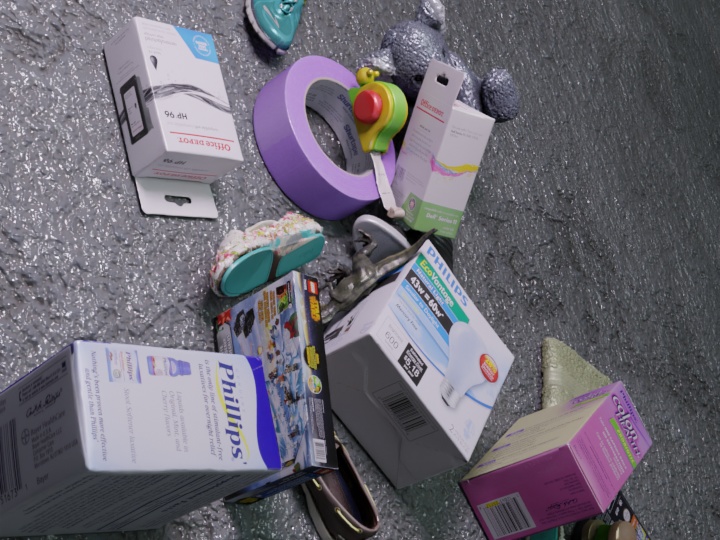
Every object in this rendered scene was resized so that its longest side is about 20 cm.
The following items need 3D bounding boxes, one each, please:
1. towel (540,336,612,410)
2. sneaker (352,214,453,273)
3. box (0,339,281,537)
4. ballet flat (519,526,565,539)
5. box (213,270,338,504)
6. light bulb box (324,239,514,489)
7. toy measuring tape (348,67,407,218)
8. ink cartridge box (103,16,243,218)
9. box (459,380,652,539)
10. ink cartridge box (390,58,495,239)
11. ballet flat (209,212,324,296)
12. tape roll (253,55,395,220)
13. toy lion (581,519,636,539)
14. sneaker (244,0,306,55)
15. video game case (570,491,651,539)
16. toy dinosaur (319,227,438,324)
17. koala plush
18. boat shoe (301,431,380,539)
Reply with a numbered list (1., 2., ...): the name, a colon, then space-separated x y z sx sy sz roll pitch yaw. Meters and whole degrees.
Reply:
1. towel: 0.342 0.200 1.650 0.199 0.036 0.150 36 44 -31
2. sneaker: 0.057 -0.035 1.428 0.199 0.070 0.101 40 40 -36
3. box: -0.201 0.146 0.911 0.198 0.183 0.107 11 58 -46
4. ballet flat: 0.221 0.400 1.365 0.201 0.074 0.065 -58 147 -43
5. box: -0.090 0.121 1.097 0.039 0.136 0.204 17 57 -42
6. light bulb box: 0.062 0.110 1.295 0.199 0.124 0.201 52 39 -14
7. toy measuring tape: 0.036 -0.171 1.372 0.073 0.073 0.204 1 68 -49
8. ink cartridge box: -0.201 -0.166 1.191 0.115 0.067 0.204 1 69 -49
9. box: 0.256 0.250 1.402 0.199 0.175 0.098 -31 92 -53
10. ink cartridge box: 0.105 -0.157 1.382 0.066 0.203 0.117 12 16 -23
11. ballet flat: -0.116 -0.021 1.209 0.063 0.077 0.199 34 27 20
12. tape roll: -0.044 -0.170 1.387 0.198 0.065 0.204 28 50 -38
13. toy lion: 0.344 0.468 1.447 0.192 0.068 0.201 49 54 -22
14. sneaker: -0.098 -0.371 1.429 0.077 0.079 0.203 35 46 -31
15. video game case: 0.372 0.425 1.561 0.182 0.025 0.200 57 37 -8
16. toy dinosaur: 0.000 0.000 1.291 0.048 0.199 0.088 55 -3 -32
17. koala plush: 0.086 -0.266 1.482 0.184 0.177 0.200 45 -1 42
18. boat shoe: -0.044 0.202 1.166 0.071 0.059 0.203 -26 90 -52
